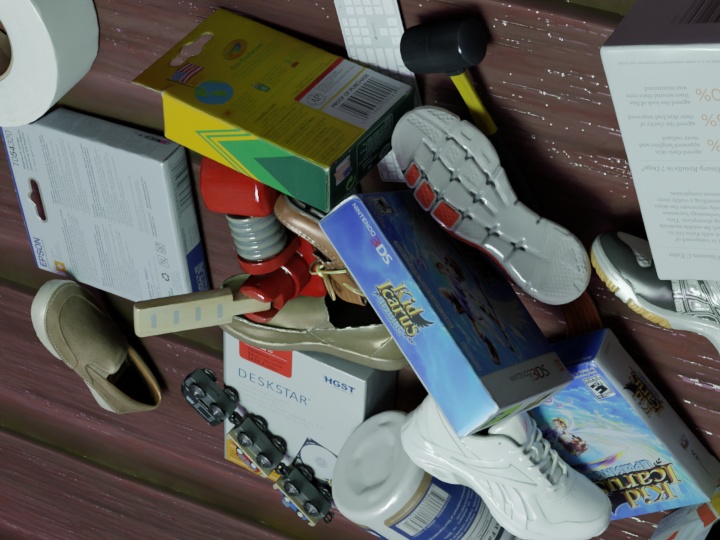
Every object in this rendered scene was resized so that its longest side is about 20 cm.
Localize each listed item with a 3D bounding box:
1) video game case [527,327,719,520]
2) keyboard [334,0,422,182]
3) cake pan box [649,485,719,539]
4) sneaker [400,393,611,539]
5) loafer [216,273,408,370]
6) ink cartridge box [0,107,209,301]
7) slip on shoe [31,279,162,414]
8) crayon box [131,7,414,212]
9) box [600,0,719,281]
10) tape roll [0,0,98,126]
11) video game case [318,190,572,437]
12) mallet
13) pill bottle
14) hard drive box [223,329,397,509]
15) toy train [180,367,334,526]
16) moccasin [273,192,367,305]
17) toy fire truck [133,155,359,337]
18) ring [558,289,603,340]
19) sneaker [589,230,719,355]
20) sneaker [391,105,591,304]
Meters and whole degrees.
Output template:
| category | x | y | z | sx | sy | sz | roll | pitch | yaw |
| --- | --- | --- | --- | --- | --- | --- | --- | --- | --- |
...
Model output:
| category | x | y | z | sx | sy | sz | roll | pitch | yaw |
| --- | --- | --- | --- | --- | --- | --- | --- | --- | --- |
| video game case | 0.188 | 0.149 | 1.584 | 0.200 | 0.046 | 0.181 | -20 | 121 | 43 |
| keyboard | 0.021 | -0.156 | 1.475 | 0.056 | 0.011 | 0.201 | 8 | 131 | 31 |
| cake pan box | 0.295 | 0.251 | 1.510 | 0.052 | 0.184 | 0.200 | 42 | 140 | -4 |
| sneaker | 0.134 | 0.162 | 1.539 | 0.199 | 0.078 | 0.100 | 28 | 137 | 2 |
| loafer | -0.041 | 0.033 | 1.627 | 0.199 | 0.076 | 0.068 | 10 | 136 | 7 |
| ink cartridge box | -0.246 | -0.060 | 1.734 | 0.199 | 0.043 | 0.197 | 19 | 136 | 26 |
| slip on shoe | -0.268 | 0.082 | 1.835 | 0.060 | 0.076 | 0.200 | 13 | 145 | 32 |
| crayon box | -0.072 | -0.136 | 1.464 | 0.199 | 0.127 | 0.051 | 26 | 140 | 24 |
| box | 0.277 | -0.099 | 1.266 | 0.152 | 0.106 | 0.201 | 4 | 128 | 33 |
| tape roll | -0.339 | -0.233 | 1.622 | 0.202 | 0.071 | 0.203 | 20 | 136 | 20 |
| video game case | 0.073 | 0.027 | 1.426 | 0.045 | 0.181 | 0.200 | -37 | 79 | 22 |
| mallet | 0.107 | -0.119 | 1.430 | 0.066 | 0.041 | 0.200 | -11 | 123 | 46 |
| pill bottle | 0.076 | 0.220 | 1.666 | 0.111 | 0.111 | 0.200 | -13 | 142 | 42 |
| hard drive box | -0.050 | 0.122 | 1.729 | 0.155 | 0.077 | 0.201 | 21 | 136 | 19 |
| toy train | -0.100 | 0.174 | 1.727 | 0.200 | 0.034 | 0.046 | 47 | 142 | -9 |
| moccasin | 0.000 | -0.001 | 1.509 | 0.078 | 0.074 | 0.201 | -40 | 129 | 19 |
| toy fire truck | -0.104 | -0.032 | 1.533 | 0.128 | 0.200 | 0.177 | 7 | 131 | 31 |
| ring | 0.120 | 0.041 | 1.575 | 0.200 | 0.019 | 0.201 | 20 | 136 | 20 |
| sneaker | 0.280 | 0.010 | 1.404 | 0.199 | 0.076 | 0.088 | 30 | 122 | 6 |
| sneaker | 0.097 | -0.045 | 1.440 | 0.200 | 0.077 | 0.082 | 48 | 173 | 1 |
